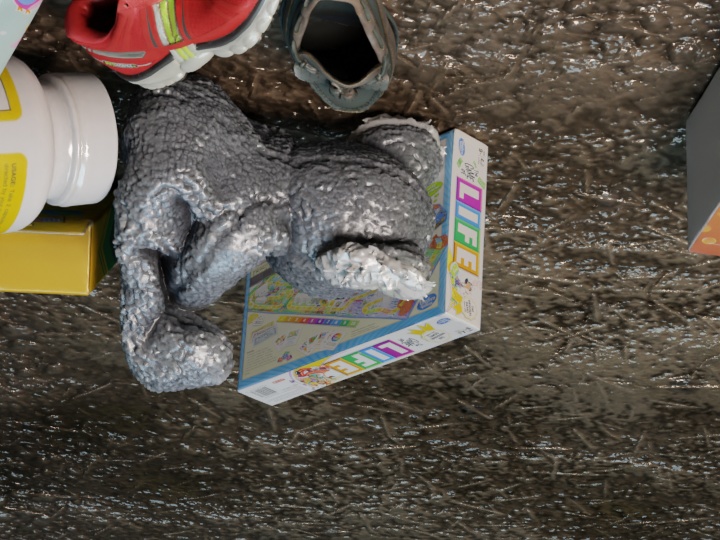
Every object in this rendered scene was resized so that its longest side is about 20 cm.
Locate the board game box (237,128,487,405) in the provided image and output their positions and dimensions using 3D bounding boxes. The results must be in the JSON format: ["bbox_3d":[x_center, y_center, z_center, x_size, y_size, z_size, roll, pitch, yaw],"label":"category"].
[{"bbox_3d":[0.000,0.000,1.689,0.034,0.135,0.199,25,147,-38],"label":"board game box"}]

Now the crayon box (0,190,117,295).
[{"bbox_3d":[-0.230,-0.020,1.658,0.126,0.051,0.200,3,-172,2],"label":"crayon box"}]

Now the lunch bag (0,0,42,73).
[{"bbox_3d":[-0.281,-0.173,1.380,0.199,0.123,0.170,15,144,-22],"label":"lunch bag"}]

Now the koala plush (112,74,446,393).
[{"bbox_3d":[-0.045,-0.035,1.593,0.199,0.178,0.185,3,131,8],"label":"koala plush"}]

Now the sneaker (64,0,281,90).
[{"bbox_3d":[-0.105,-0.162,1.444,0.085,0.077,0.200,25,147,-27],"label":"sneaker"}]

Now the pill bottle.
[{"bbox_3d":[-0.251,-0.074,1.516,0.199,0.112,0.111,-5,161,-30],"label":"pill bottle"}]

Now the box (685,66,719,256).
[{"bbox_3d":[0.282,-0.088,1.513,0.123,0.098,0.200,7,154,-8],"label":"box"}]

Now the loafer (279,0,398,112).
[{"bbox_3d":[-0.015,-0.139,1.487,0.071,0.063,0.200,2,154,3],"label":"loafer"}]
